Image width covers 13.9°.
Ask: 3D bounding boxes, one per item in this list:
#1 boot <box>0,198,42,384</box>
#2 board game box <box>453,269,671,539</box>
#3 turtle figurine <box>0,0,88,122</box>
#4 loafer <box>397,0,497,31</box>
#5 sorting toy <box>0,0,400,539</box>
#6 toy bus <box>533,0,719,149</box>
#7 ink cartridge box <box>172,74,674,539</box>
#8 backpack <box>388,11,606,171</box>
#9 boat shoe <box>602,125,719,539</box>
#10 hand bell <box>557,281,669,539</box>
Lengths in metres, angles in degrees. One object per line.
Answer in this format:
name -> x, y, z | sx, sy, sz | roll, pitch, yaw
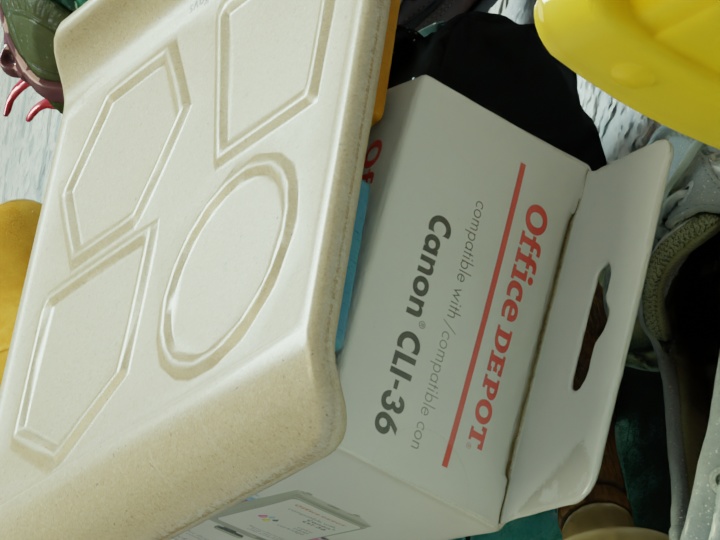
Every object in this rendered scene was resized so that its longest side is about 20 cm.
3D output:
boot -> -0.121, 0.038, 1.256 | 0.144, 0.070, 0.202 | 128, 139, -60
board game box -> 0.044, 0.096, 0.899 | 0.028, 0.134, 0.201 | 48, -143, -54
turtle figurine -> -0.082, -0.101, 1.023 | 0.101, 0.149, 0.200 | -69, -23, -16
loafer -> -0.001, -0.109, 1.170 | 0.200, 0.063, 0.072 | -49, 47, -2
sorting toy -> -0.046, -0.015, 0.861 | 0.185, 0.036, 0.201 | -31, 46, 48
toy bus -> 0.139, -0.143, 0.687 | 0.192, 0.135, 0.201 | -27, 51, 57
ink cartridge box -> -0.004, 0.018, 0.862 | 0.200, 0.067, 0.117 | -18, 51, 53
backpack -> 0.000, 0.000, 1.077 | 0.199, 0.126, 0.168 | -14, 73, 52
boat shoe -> 0.103, 0.015, 0.828 | 0.203, 0.064, 0.075 | -97, 22, -50
hand bell -> 0.068, 0.064, 0.849 | 0.104, 0.103, 0.201 | 113, 160, -43
